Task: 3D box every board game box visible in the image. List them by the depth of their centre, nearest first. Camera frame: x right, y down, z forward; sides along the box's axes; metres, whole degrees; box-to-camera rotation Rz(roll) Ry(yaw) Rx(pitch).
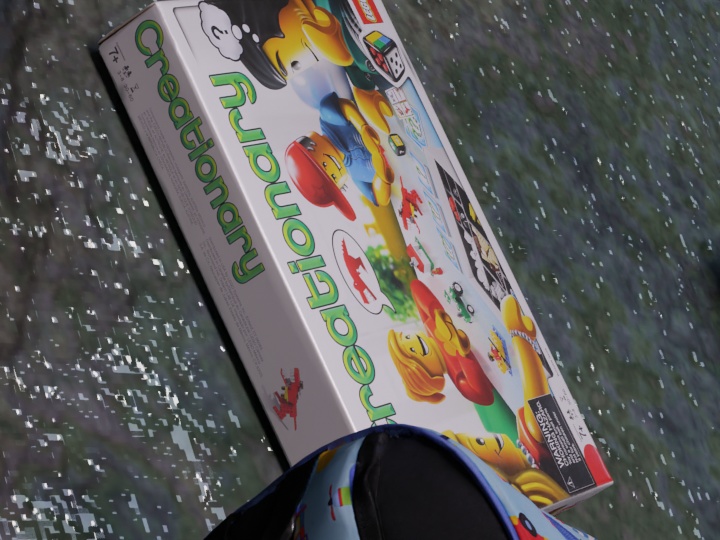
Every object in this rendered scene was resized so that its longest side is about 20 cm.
[{"bbox_3d":[0.000,0.000,0.944,0.126,0.035,0.201,-13,74,-54],"label":"board game box"}]

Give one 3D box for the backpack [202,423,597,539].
[{"bbox_3d":[0.024,0.151,0.735,0.134,0.182,0.201,14,48,-41],"label":"backpack"}]
